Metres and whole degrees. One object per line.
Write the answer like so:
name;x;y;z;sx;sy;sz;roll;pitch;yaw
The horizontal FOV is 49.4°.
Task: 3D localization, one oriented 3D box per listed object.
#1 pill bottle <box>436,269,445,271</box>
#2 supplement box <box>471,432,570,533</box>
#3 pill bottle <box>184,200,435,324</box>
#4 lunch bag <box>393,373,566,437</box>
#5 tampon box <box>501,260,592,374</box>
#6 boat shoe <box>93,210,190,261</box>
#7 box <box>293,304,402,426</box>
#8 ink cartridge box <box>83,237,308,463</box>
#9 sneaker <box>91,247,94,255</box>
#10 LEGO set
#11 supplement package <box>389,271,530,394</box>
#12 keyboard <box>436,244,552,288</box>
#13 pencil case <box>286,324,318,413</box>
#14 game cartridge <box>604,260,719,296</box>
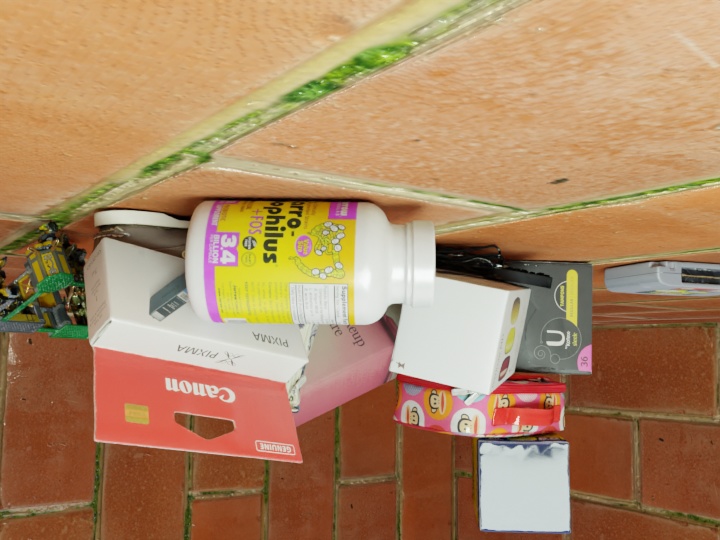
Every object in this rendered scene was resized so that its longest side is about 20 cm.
pill bottle;0.098;0.050;1.105;0.115;0.116;0.200;2;173;-11
supplement box;0.202;0.263;1.015;0.109;0.110;0.200;0;174;5
pill bottle;-0.039;-0.007;0.660;0.200;0.104;0.104;0;174;2
lunch bag;0.159;0.168;0.979;0.200;0.082;0.176;7;176;-38
tampon box;0.243;0.072;1.125;0.126;0.150;0.200;2;174;-2
boat shoe;-0.158;-0.019;0.765;0.200;0.060;0.072;5;173;-31
box;-0.038;0.096;1.008;0.200;0.128;0.109;-24;152;-21
ink cartridge box;-0.135;0.072;0.686;0.200;0.176;0.045;17;130;-38
sneaker;-0.200;-0.008;0.841;0.082;0.074;0.200;-4;179;28
LEGO set;-0.331;-0.006;0.858;0.154;0.116;0.200;-36;160;26
supplement package;0.119;0.064;0.886;0.109;0.114;0.200;11;-176;18
keyboard;0.132;-0.013;0.923;0.200;0.040;0.104;9;-178;-4
pencil case;-0.080;0.057;0.879;0.089;0.200;0.078;11;172;29
game cartridge;0.454;0.014;1.099;0.200;0.041;0.133;3;177;-19
